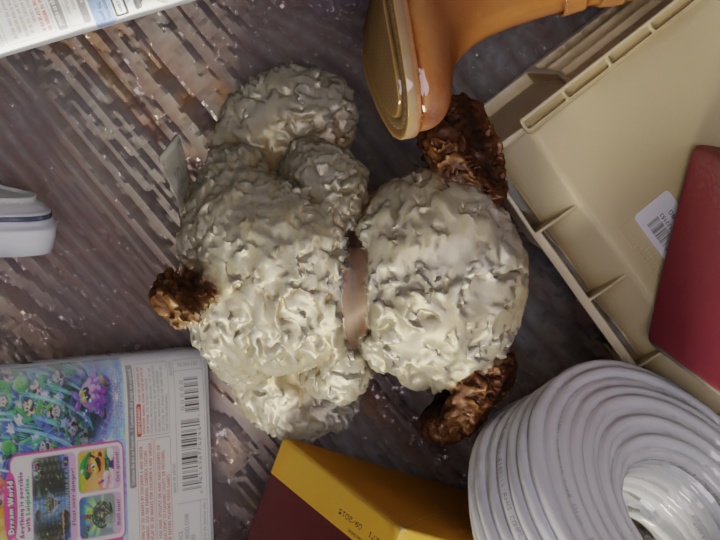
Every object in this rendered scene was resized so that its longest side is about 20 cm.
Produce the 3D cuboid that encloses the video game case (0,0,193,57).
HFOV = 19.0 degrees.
[{"bbox_3d":[-0.141,-0.206,0.978,0.181,0.022,0.201,-15,116,6],"label":"video game case"}]

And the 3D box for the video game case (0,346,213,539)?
[{"bbox_3d":[-0.141,0.144,1.082,0.181,0.024,0.202,-4,93,-51],"label":"video game case"}]

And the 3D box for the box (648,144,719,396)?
[{"bbox_3d":[0.229,0.015,1.003,0.127,0.200,0.110,11,98,-10],"label":"box"}]

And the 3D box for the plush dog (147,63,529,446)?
[{"bbox_3d":[0.000,0.000,1.062,0.170,0.160,0.202,0,98,16],"label":"plush dog"}]

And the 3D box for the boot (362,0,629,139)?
[{"bbox_3d":[0.080,-0.139,1.072,0.154,0.201,0.077,6,134,-7],"label":"boot"}]

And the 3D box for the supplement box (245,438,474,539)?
[{"bbox_3d":[0.031,0.222,1.104,0.196,0.133,0.201,20,95,-31],"label":"supplement box"}]

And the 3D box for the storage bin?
[{"bbox_3d":[0.186,-0.048,1.137,0.198,0.094,0.200,-37,102,-1],"label":"storage bin"}]

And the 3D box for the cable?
[{"bbox_3d":[0.140,0.135,1.034,0.200,0.200,0.069,48,124,7],"label":"cable"}]

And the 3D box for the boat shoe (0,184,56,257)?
[{"bbox_3d":[-0.249,-0.052,1.079,0.198,0.074,0.067,8,100,-9],"label":"boat shoe"}]
